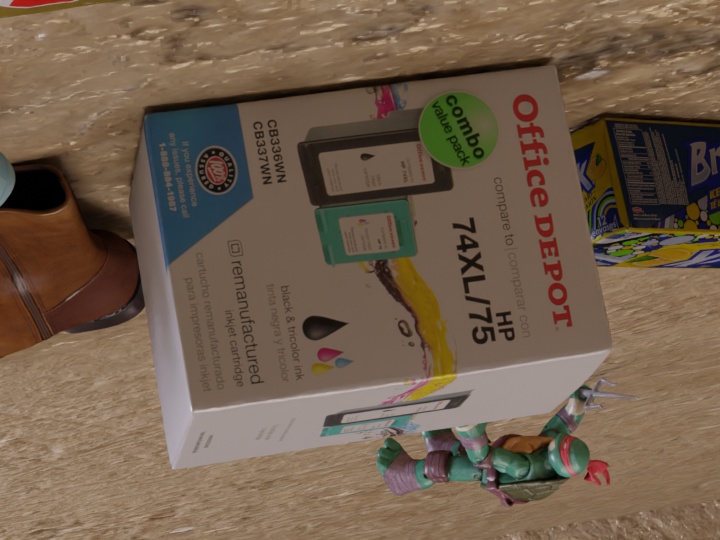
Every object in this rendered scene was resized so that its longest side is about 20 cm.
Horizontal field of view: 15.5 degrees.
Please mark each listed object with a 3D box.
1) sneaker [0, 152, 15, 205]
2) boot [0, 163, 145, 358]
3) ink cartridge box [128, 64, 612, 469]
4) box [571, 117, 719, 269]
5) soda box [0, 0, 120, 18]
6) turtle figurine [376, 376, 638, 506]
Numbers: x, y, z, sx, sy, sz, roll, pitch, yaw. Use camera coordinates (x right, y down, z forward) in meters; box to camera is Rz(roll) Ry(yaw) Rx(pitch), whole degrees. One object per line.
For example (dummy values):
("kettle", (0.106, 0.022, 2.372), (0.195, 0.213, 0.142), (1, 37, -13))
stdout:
("sneaker", (-0.242, -0.014, 1.198), (0.200, 0.074, 0.082), (-15, 163, 28))
("boot", (-0.212, 0.012, 1.353), (0.188, 0.069, 0.200), (-11, 167, 7))
("ink cartridge box", (0.000, 0.000, 1.279), (0.200, 0.147, 0.146), (-8, 167, -10))
("box", (0.186, -0.040, 1.435), (0.200, 0.064, 0.070), (1, 163, -40))
("soda box", (-0.137, -0.116, 0.842), (0.200, 0.064, 0.068), (-8, 168, -4))
("turtle figurine", (0.120, 0.140, 2.134), (0.200, 0.101, 0.150), (-12, 169, 39))
